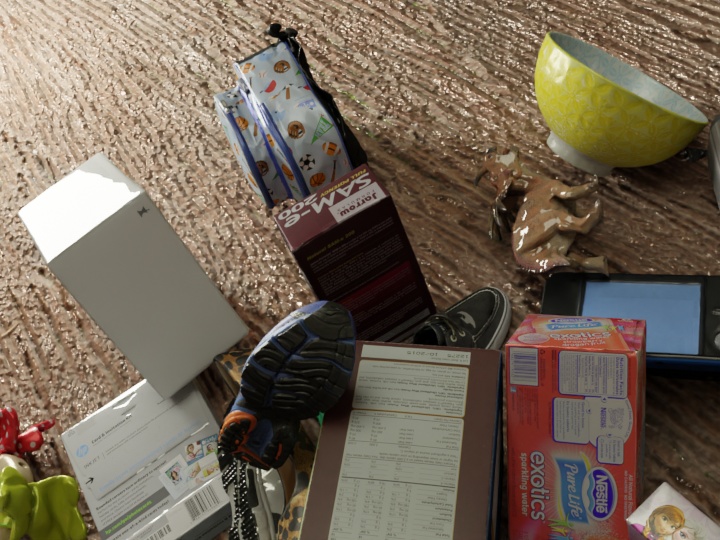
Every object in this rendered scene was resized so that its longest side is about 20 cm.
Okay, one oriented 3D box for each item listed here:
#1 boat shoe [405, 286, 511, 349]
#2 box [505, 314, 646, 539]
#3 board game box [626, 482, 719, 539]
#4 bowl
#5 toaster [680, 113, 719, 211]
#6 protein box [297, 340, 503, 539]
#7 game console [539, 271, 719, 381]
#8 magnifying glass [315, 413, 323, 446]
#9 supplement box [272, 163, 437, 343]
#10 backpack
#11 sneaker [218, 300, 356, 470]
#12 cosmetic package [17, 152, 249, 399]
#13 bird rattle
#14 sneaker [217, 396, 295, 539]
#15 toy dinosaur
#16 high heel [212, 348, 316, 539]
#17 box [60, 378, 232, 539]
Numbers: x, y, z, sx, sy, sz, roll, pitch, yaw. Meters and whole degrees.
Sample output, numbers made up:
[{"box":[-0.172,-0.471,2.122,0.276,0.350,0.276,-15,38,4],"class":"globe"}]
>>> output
[{"box":[0.076,0.079,0.903,0.200,0.066,0.070,-41,50,-14],"class":"boat shoe"},{"box":[0.177,0.143,0.718,0.102,0.201,0.095,1,12,22],"class":"box"},{"box":[0.271,0.260,0.592,0.041,0.200,0.200,-39,49,-12],"class":"board game box"},{"box":[0.268,-0.170,0.990,0.200,0.199,0.108,54,126,42],"class":"bowl"},{"box":[0.428,-0.093,0.878,0.199,0.114,0.130,-5,53,15],"class":"toaster"},{"box":[0.044,0.196,0.722,0.134,0.199,0.201,3,53,12],"class":"protein box"},{"box":[0.255,0.042,0.827,0.199,0.119,0.171,2,51,21],"class":"game console"},{"box":[-0.045,0.206,0.880,0.079,0.022,0.200,-31,46,-4],"class":"magnifying glass"},{"box":[0.000,0.000,0.907,0.109,0.200,0.061,-30,48,-5],"class":"supplement box"},{"box":[-0.081,-0.161,1.088,0.154,0.200,0.191,-36,55,-4],"class":"backpack"},{"box":[-0.059,0.078,0.694,0.075,0.200,0.079,25,47,-13],"class":"sneaker"},{"box":[-0.250,0.002,0.971,0.123,0.200,0.200,-40,32,-13],"class":"cosmetic package"},{"box":[-0.387,0.238,0.936,0.200,0.113,0.163,35,87,41],"class":"bird rattle"},{"box":[-0.085,0.200,0.842,0.074,0.080,0.201,-44,46,45],"class":"sneaker"},{"box":[0.187,-0.046,0.939,0.135,0.086,0.200,-7,41,16],"class":"toy dinosaur"},{"box":[-0.087,0.164,0.776,0.142,0.071,0.201,23,49,-8],"class":"high heel"},{"box":[-0.211,0.205,0.930,0.156,0.041,0.200,-34,50,-9],"class":"box"}]
